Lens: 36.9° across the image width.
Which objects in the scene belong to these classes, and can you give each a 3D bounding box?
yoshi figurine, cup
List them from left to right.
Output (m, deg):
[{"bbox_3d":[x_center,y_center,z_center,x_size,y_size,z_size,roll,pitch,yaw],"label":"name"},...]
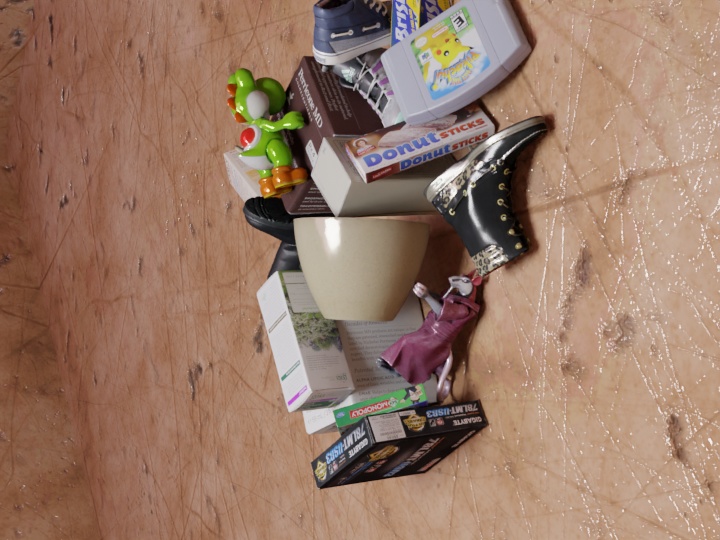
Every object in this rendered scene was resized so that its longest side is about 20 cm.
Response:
[{"bbox_3d":[-0.137,-0.222,1.680,0.112,0.112,0.201,-4,-107,-81],"label":"yoshi figurine"},{"bbox_3d":[0.000,0.000,1.565,0.200,0.200,0.144,2,90,60],"label":"cup"}]

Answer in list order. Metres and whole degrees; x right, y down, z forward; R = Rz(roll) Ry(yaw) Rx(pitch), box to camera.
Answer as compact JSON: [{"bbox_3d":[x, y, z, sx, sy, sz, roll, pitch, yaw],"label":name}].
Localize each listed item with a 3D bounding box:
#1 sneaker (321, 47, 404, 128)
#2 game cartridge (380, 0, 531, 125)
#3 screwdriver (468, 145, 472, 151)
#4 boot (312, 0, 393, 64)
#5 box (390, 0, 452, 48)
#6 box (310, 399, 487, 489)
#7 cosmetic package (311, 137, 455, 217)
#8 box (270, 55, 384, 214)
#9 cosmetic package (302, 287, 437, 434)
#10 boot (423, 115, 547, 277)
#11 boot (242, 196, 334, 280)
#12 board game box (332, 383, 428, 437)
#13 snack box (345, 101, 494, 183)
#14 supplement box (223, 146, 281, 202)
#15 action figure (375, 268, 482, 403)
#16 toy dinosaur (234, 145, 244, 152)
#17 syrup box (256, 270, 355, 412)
[{"bbox_3d":[0.009,-0.279,1.617,0.200,0.139,0.078,-93,24,-53],"label":"sneaker"},{"bbox_3d":[0.129,-0.291,1.479,0.200,0.040,0.134,-31,66,22],"label":"game cartridge"},{"bbox_3d":[0.153,-0.176,1.544,0.029,0.028,0.201,-32,65,24],"label":"screwdriver"},{"bbox_3d":[0.012,-0.381,1.596,0.073,0.200,0.091,34,143,31],"label":"boot"},{"bbox_3d":[0.091,-0.401,1.587,0.064,0.070,0.201,13,104,50],"label":"box"},{"bbox_3d":[0.055,0.259,1.593,0.200,0.198,0.050,-48,51,50],"label":"box"},{"bbox_3d":[0.042,-0.137,1.573,0.104,0.199,0.073,61,142,38],"label":"cosmetic package"},{"bbox_3d":[-0.035,-0.214,1.733,0.200,0.164,0.166,-55,47,47],"label":"box"},{"bbox_3d":[0.001,0.137,1.704,0.165,0.164,0.201,-36,62,53],"label":"cosmetic package"},{"bbox_3d":[0.196,-0.098,1.449,0.203,0.073,0.154,-35,80,33],"label":"boot"},{"bbox_3d":[-0.131,-0.037,1.880,0.169,0.199,0.077,-65,37,31],"label":"boot"},{"bbox_3d":[0.035,0.226,1.603,0.200,0.134,0.029,77,177,-67],"label":"board game box"},{"bbox_3d":[0.083,-0.183,1.508,0.024,0.199,0.072,83,161,-50],"label":"snack box"},{"bbox_3d":[-0.153,-0.161,1.967,0.200,0.126,0.074,51,156,46],"label":"supplement box"},{"bbox_3d":[0.119,0.085,1.562,0.149,0.134,0.200,42,107,4],"label":"action figure"},{"bbox_3d":[-0.139,-0.206,1.926,0.088,0.199,0.048,-81,-25,-43],"label":"toy dinosaur"},{"bbox_3d":[-0.083,0.104,1.606,0.081,0.078,0.201,-44,56,48],"label":"syrup box"}]
